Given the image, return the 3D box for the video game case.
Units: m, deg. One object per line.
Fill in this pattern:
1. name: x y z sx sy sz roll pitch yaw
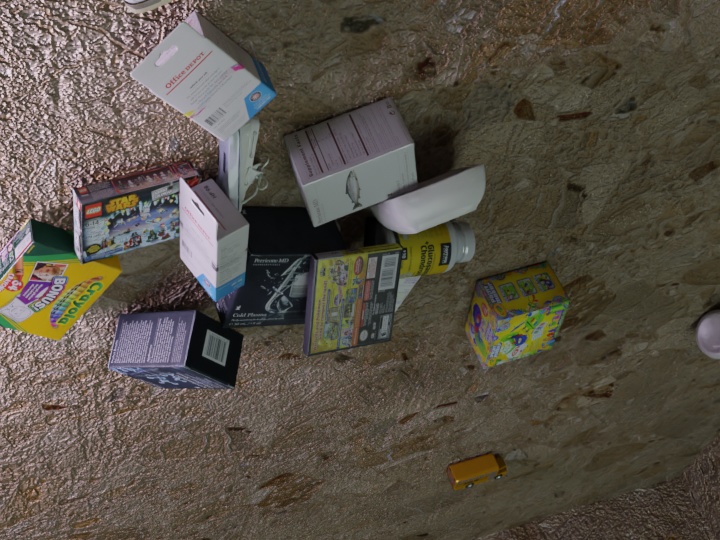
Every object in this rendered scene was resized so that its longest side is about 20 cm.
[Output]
1. video game case: -0.015 0.053 1.589 0.177 0.026 0.204 -8 121 -26

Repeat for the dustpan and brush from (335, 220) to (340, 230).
1. dustpan and brush: -0.048 -0.012 1.686 0.056 0.140 0.204 16 119 1

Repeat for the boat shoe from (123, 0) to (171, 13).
1. boat shoe: -0.223 -0.397 1.097 0.197 0.076 0.069 -27 151 4

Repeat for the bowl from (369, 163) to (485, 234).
1. bowl: 0.125 -0.122 1.565 0.196 0.076 0.199 -21 -174 -11

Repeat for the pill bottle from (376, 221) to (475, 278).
1. pill bottle: 0.125 -0.048 1.724 0.196 0.113 0.113 -7 142 -23

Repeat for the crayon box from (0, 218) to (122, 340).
1. crayon box: -0.530 0.021 1.460 0.199 0.059 0.171 -42 141 22

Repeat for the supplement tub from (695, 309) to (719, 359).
1. supplement tub: 1.119 0.200 2.620 0.197 0.146 0.145 11 132 -40

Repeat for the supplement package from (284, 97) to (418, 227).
1. supplement package: -0.014 -0.182 1.463 0.196 0.119 0.118 -21 147 -5

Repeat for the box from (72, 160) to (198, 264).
1. box: -0.361 -0.093 1.400 0.197 0.040 0.138 -20 146 -30

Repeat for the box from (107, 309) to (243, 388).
1. box: -0.344 0.151 1.625 0.196 0.110 0.148 -4 157 32

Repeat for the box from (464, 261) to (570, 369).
1. box: 0.368 0.109 2.065 0.188 0.124 0.202 -14 144 -15

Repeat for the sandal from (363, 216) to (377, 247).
1. sandal: 0.000 -0.001 1.672 0.047 0.206 0.075 5 176 -7

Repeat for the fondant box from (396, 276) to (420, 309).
1. fondant box: 0.020 0.049 1.834 0.142 0.059 0.201 3 135 -34

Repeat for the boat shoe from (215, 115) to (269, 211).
1. boat shoe: -0.187 -0.168 1.425 0.084 0.075 0.205 -12 133 -23

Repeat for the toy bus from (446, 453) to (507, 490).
1. toy bus: 0.380 0.647 2.814 0.196 0.066 0.079 -12 142 -17

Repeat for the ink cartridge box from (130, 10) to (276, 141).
1. ink cartridge box: -0.228 -0.284 1.244 0.114 0.069 0.199 -37 144 17

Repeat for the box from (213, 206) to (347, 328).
1. box: -0.155 -0.005 1.603 0.196 0.125 0.199 -1 137 -29

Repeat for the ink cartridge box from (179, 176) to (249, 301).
1. ink cartridge box: -0.240 -0.061 1.423 0.066 0.116 0.202 -28 152 -29
